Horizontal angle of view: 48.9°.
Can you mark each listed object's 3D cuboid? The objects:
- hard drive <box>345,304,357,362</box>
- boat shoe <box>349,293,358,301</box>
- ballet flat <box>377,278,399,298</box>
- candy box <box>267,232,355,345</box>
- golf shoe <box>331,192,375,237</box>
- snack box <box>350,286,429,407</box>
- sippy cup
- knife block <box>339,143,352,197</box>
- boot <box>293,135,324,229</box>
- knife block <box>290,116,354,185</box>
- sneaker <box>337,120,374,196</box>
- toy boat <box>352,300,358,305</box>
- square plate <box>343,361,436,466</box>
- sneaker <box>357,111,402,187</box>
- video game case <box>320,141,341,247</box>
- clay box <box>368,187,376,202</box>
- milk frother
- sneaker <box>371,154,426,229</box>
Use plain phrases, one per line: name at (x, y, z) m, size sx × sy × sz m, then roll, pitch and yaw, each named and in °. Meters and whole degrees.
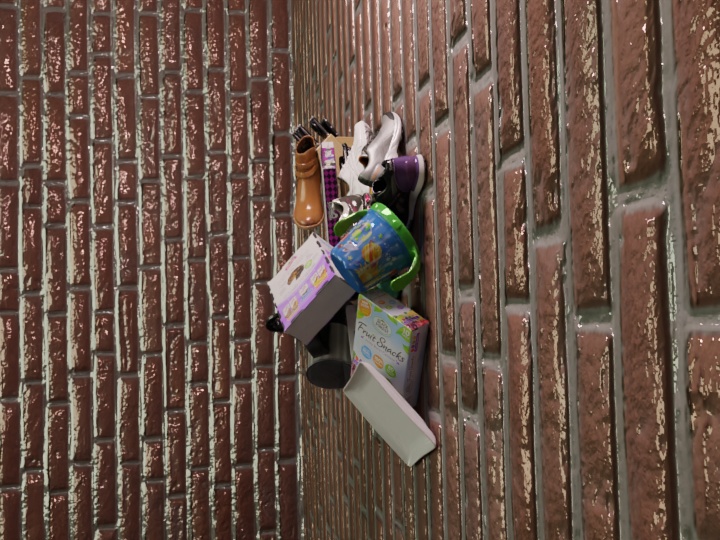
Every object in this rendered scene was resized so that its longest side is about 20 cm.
hard drive at (0.000, 0.147, 1.812) m, size 0.200 × 0.027 × 0.132 m, roll 26°, pitch -123°, yaw -82°
boat shoe at (0.005, -0.027, 1.753) m, size 0.201 × 0.075 × 0.062 m, roll -65°, pitch 24°, yaw -7°
ballet flat at (0.000, 0.000, 1.656) m, size 0.200 × 0.070 × 0.068 m, roll 44°, pitch 121°, yaw 36°
candy box at (-0.110, 0.036, 1.737) m, size 0.168 × 0.071 × 0.200 m, roll -48°, pitch 32°, yaw 12°
golf shoe at (-0.003, -0.067, 1.578) m, size 0.077 × 0.088 × 0.201 m, roll 107°, pitch 156°, yaw -50°
snack box at (0.051, 0.150, 1.480) m, size 0.142 × 0.053 × 0.201 m, roll 33°, pitch 131°, yaw 36°
sippy cup at (0.020, -0.032, 1.447) m, size 0.140 × 0.130 × 0.178 m, roll 55°, pitch 169°, yaw -15°
knife block at (-0.014, -0.201, 1.900) m, size 0.176 × 0.064 × 0.201 m, roll -119°, pitch 29°, yaw -71°
boot at (-0.121, -0.205, 1.842) m, size 0.200 × 0.076 × 0.156 m, roll -80°, pitch -9°, yaw -48°
knife block at (-0.089, -0.293, 2.034) m, size 0.064 × 0.175 × 0.201 m, roll -165°, pitch 74°, yaw -80°
sneaker at (-0.009, -0.237, 1.762) m, size 0.078 × 0.099 × 0.201 m, roll 31°, pitch -129°, yaw -59°
toy boat at (-0.049, 0.172, 1.989) m, size 0.131 × 0.130 × 0.201 m, roll 142°, pitch 126°, yaw -77°
square plate at (0.054, 0.265, 1.464) m, size 0.198 × 0.028 × 0.200 m, roll 48°, pitch 156°, yaw 11°
sneaker at (0.039, -0.242, 1.562) m, size 0.074 × 0.079 × 0.201 m, roll 102°, pitch 178°, yaw -53°
video game case at (-0.070, -0.179, 1.860) m, size 0.181 × 0.036 × 0.201 m, roll -99°, pitch 5°, yaw -63°
clay box at (0.053, -0.108, 1.627) m, size 0.115 × 0.047 × 0.201 m, roll 129°, pitch 139°, yaw -74°
milk frother at (-0.117, 0.171, 1.845) m, size 0.200 × 0.180 × 0.189 m, roll -33°, pitch 37°, yaw 30°
sneaker at (0.059, -0.144, 1.476) m, size 0.200 × 0.087 × 0.076 m, roll 103°, pitch 163°, yaw -54°
